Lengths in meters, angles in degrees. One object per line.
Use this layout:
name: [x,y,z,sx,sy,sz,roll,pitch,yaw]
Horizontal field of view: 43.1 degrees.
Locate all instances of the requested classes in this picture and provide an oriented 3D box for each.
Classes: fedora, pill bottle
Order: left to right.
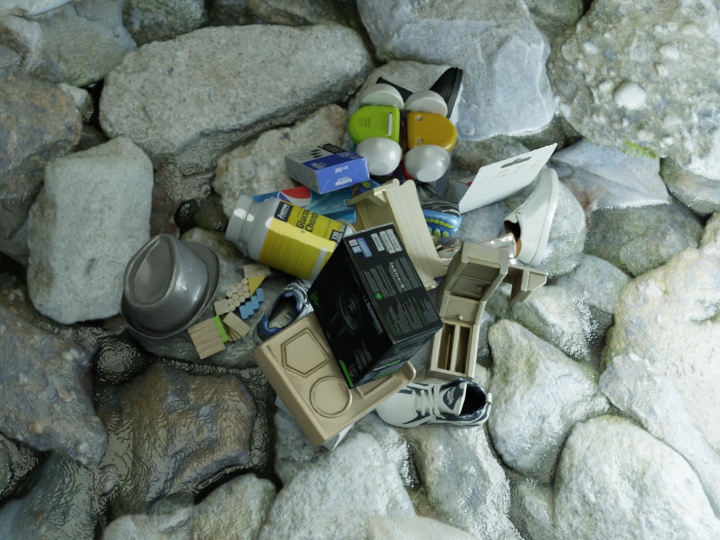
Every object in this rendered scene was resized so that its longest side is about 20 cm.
fedora: [-0.331,0.011,1.527,0.175,0.090,0.201,7,61,18]
pill bottle: [-0.122,-0.056,1.541,0.199,0.112,0.113,21,66,-4]

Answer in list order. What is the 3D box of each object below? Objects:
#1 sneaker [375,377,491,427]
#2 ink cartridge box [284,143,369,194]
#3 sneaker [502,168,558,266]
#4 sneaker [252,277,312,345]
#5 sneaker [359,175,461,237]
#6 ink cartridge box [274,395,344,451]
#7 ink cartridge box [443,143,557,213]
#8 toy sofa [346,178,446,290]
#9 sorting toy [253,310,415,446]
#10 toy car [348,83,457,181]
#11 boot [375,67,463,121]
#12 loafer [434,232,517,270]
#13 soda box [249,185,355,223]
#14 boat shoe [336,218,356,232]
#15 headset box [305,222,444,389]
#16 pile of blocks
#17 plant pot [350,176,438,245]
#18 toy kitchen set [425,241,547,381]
sneaker: [0.128,0.216,1.520,0.197,0.130,0.080,11,65,-4]
ink cartridge box: [-0.064,-0.185,1.631,0.093,0.200,0.045,-17,110,-15]
sneaker: [0.319,-0.113,1.719,0.084,0.073,0.201,18,67,-4]
sneaker: [-0.104,0.053,1.577,0.077,0.085,0.200,36,66,7]
sneaker: [0.090,-0.124,1.671,0.198,0.071,0.083,20,46,2]
ink cartridge box: [-0.029,0.172,1.516,0.128,0.125,0.200,37,67,8]
ink cartridge box: [0.250,-0.179,1.666,0.161,0.200,0.050,-18,71,-16]
toy sofa: [0.065,-0.054,1.594,0.097,0.083,0.201,-21,90,-39]
sorting toy: [-0.042,0.150,1.440,0.199,0.037,0.186,-33,75,-16]
toy car: [0.070,-0.233,1.670,0.198,0.150,0.176,6,61,-8]
boot: [0.103,-0.335,1.781,0.161,0.073,0.200,19,70,-1]
loafer: [0.187,-0.033,1.657,0.198,0.072,0.063,-3,94,-9]
soda box: [-0.111,-0.107,1.639,0.198,0.068,0.065,-12,70,-4]
boat shoe: [0.000,0.000,1.634,0.067,0.057,0.201,-31,86,-32]
headset box: [0.013,0.059,1.359,0.092,0.200,0.175,-17,71,-28]
pile of blocks: [-0.217,0.072,1.569,0.082,0.062,0.200,41,75,-2]
plant pot: [0.053,-0.092,1.695,0.198,0.028,0.202,3,66,-8]
toy kitchen set: [0.220,0.082,1.552,0.162,0.200,0.182,12,66,-3]
